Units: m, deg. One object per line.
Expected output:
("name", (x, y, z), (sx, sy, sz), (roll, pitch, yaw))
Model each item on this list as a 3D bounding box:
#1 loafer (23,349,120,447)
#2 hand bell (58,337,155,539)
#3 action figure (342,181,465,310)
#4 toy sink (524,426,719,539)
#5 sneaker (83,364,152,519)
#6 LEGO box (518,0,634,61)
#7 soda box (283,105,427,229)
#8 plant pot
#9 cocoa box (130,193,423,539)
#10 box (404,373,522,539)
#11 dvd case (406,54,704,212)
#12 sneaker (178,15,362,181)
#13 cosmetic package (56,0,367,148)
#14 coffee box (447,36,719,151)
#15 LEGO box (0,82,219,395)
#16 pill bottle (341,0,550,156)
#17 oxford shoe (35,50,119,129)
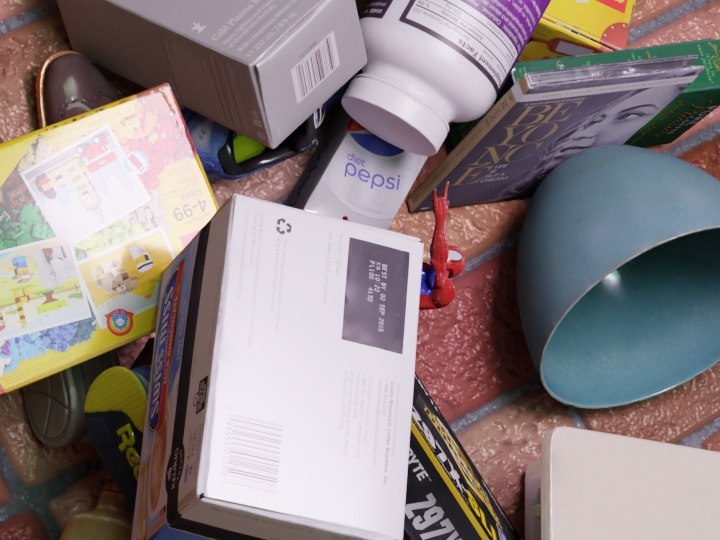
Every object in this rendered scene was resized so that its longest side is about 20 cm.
("loafer", (-0.198, 0.019, 1.696), (0.063, 0.072, 0.200), (-1, 81, -44))
("hand bell", (-0.158, 0.138, 1.649), (0.104, 0.104, 0.200), (20, 67, -20))
("action figure", (0.000, 0.000, 1.711), (0.200, 0.065, 0.099), (-22, 112, -42))
("toy sink", (0.185, 0.196, 1.800), (0.200, 0.112, 0.131), (10, 70, -30))
("sneaker", (-0.103, 0.149, 1.601), (0.082, 0.074, 0.200), (-15, 84, -54))
("LEGO box", (0.114, -0.251, 1.912), (0.200, 0.077, 0.149), (22, 67, -19))
("soda box", (0.012, -0.093, 1.828), (0.063, 0.068, 0.200), (36, 63, -13))
("plant pot", (0.195, -0.013, 1.842), (0.200, 0.200, 0.135), (-6, 51, -28))
("cocoa box", (-0.051, 0.078, 1.525), (0.133, 0.131, 0.200), (14, 64, -20))
("box", (0.051, 0.147, 1.703), (0.049, 0.160, 0.200), (-30, 105, 8))
("dvd case", (0.139, -0.097, 1.816), (0.149, 0.200, 0.016), (-8, 69, -28))
("sneaker", (-0.048, -0.117, 1.778), (0.200, 0.089, 0.079), (-40, 125, -32))
("cosmetic package", (-0.105, -0.174, 1.720), (0.200, 0.090, 0.107), (27, 58, 29))
("coffee box", (0.176, -0.124, 1.881), (0.200, 0.123, 0.044), (-10, 73, -26))
("LEGO box", (-0.194, -0.014, 1.615), (0.200, 0.077, 0.149), (-23, 92, -21))
("pill bottle", (0.067, -0.185, 1.767), (0.112, 0.112, 0.200), (33, 78, -14))
("oxford shoe", (-0.161, -0.067, 1.729), (0.071, 0.073, 0.200), (-24, 87, -30))
